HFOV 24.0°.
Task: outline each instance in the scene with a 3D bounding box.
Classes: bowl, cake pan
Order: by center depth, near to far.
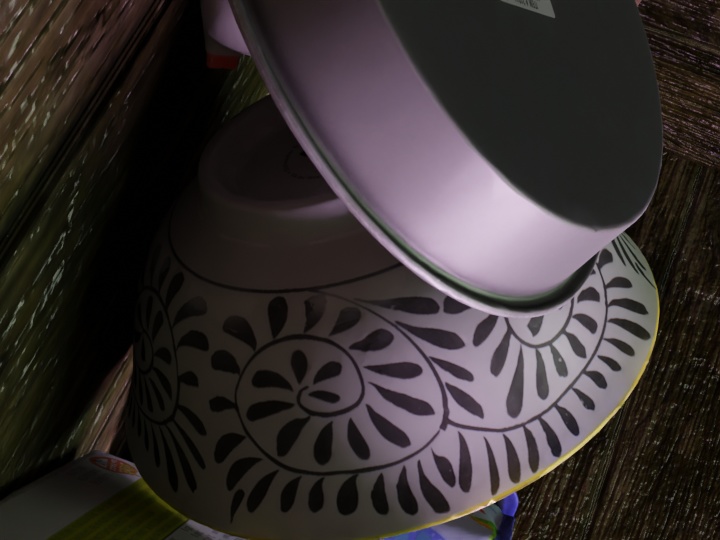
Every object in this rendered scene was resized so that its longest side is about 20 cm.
[{"bbox_3d":[0.032,-0.085,0.518,0.037,0.201,0.201,-25,-158,32],"label":"cake pan"},{"bbox_3d":[-0.003,-0.008,0.592,0.201,0.200,0.095,-62,142,-47],"label":"bowl"}]

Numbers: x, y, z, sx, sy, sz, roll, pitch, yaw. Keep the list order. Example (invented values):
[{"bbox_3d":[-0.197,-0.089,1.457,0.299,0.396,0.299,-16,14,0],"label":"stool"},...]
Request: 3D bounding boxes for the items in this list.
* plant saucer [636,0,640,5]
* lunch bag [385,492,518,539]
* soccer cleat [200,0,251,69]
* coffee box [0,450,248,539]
[{"bbox_3d":[0.098,-0.182,0.854,0.200,0.034,0.201,-28,-125,50],"label":"plant saucer"},{"bbox_3d":[0.005,0.162,1.058,0.200,0.169,0.128,10,103,-83],"label":"lunch bag"},{"bbox_3d":[0.000,-0.126,0.615,0.200,0.069,0.078,-52,158,-61],"label":"soccer cleat"},{"bbox_3d":[-0.058,0.197,0.525,0.200,0.197,0.201,-21,131,-81],"label":"coffee box"}]
